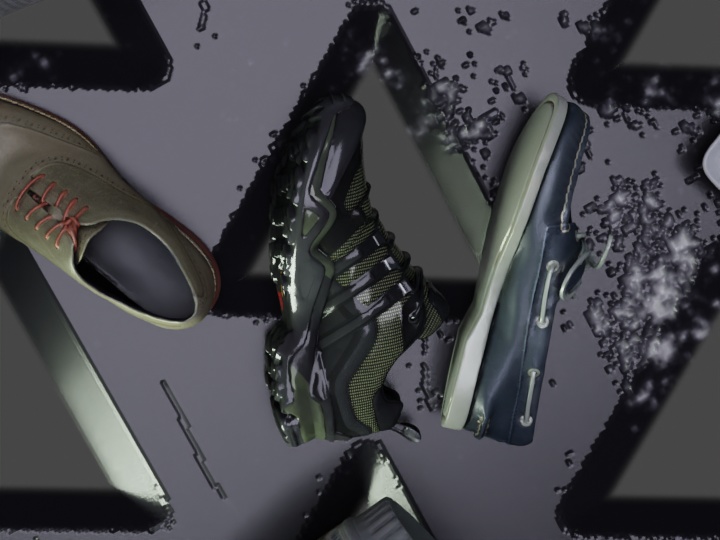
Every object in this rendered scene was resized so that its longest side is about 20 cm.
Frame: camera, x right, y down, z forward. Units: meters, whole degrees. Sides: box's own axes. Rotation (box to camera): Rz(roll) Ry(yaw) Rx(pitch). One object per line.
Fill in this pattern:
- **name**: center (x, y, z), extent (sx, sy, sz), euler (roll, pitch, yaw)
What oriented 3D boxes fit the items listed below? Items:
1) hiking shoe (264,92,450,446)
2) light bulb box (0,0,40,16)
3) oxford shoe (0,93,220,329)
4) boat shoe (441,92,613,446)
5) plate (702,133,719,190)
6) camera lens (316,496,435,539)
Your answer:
- **hiking shoe**: center (0.000, 0.000, 0.974), extent (0.100, 0.076, 0.202), euler (1, 105, -13)
- **light bulb box**: center (-0.211, -0.234, 0.897), extent (0.199, 0.125, 0.200), euler (-23, 97, -1)
- **oxford shoe**: center (-0.161, -0.037, 0.947), extent (0.199, 0.075, 0.071), euler (32, 93, -7)
- **boat shoe**: center (0.099, 0.002, 0.974), extent (0.061, 0.075, 0.202), euler (15, 96, -5)
- **plate**: center (0.327, -0.073, 1.007), extent (0.199, 0.032, 0.200), euler (40, 91, -8)
- **camera lens**: center (-0.013, 0.244, 0.947), extent (0.200, 0.160, 0.160), euler (-42, 98, 1)
